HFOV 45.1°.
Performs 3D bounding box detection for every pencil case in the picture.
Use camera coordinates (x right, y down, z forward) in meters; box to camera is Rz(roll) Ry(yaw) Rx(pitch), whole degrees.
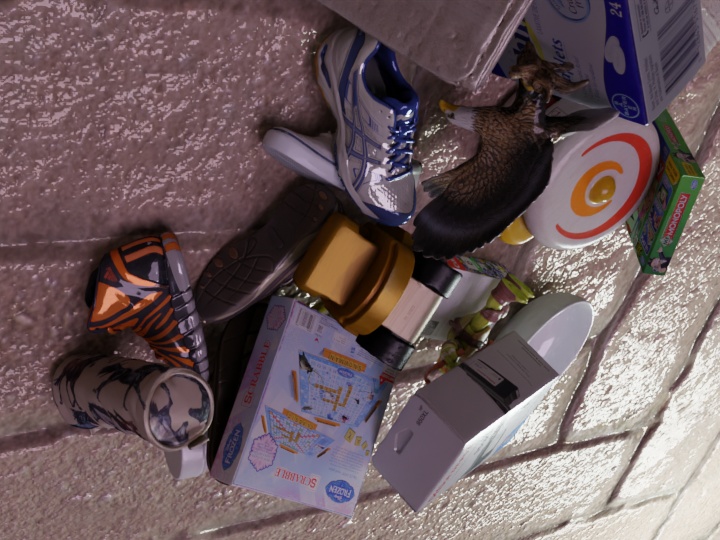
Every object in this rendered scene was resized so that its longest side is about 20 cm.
[{"bbox_3d":[-0.232,0.133,0.879,0.078,0.199,0.090,-45,121,-36],"label":"pencil case"}]

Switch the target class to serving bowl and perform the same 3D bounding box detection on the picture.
[{"bbox_3d":[0.242,0.107,1.235,0.199,0.066,0.201,-32,145,-26],"label":"serving bowl"}]

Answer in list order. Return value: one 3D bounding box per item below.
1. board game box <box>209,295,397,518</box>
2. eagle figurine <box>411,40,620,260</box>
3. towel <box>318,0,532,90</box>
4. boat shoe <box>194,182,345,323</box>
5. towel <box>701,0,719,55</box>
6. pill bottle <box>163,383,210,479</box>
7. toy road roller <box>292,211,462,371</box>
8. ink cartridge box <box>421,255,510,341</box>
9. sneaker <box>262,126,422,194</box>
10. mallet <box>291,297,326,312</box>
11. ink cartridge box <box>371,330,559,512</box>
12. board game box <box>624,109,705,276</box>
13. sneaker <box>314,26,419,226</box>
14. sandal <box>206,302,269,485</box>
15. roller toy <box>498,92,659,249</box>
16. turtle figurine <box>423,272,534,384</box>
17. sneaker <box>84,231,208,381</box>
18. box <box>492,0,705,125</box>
[{"bbox_3d":[-0.052,0.156,0.963,0.200,0.041,0.201,32,72,-44],"label":"board game box"},{"bbox_3d":[0.133,-0.114,0.836,0.151,0.151,0.201,-5,126,-35],"label":"eagle figurine"},{"bbox_3d":[0.050,-0.255,0.740,0.133,0.199,0.034,-58,167,15],"label":"towel"},{"bbox_3d":[-0.091,-0.006,0.937,0.200,0.075,0.073,-38,146,12],"label":"boat shoe"},{"bbox_3d":[0.379,-0.314,1.008,0.133,0.035,0.199,-49,135,13],"label":"towel"},{"bbox_3d":[-0.130,0.184,1.038,0.198,0.120,0.120,-6,129,-28],"label":"pill bottle"},{"bbox_3d":[0.000,0.000,0.909,0.145,0.200,0.123,32,93,-22],"label":"toy road roller"},{"bbox_3d":[0.102,0.031,1.109,0.199,0.050,0.109,13,119,-38],"label":"ink cartridge box"},{"bbox_3d":[-0.016,-0.120,0.907,0.199,0.073,0.071,19,92,-43],"label":"sneaker"},{"bbox_3d":[-0.014,0.032,1.048,0.199,0.041,0.066,-26,134,-17],"label":"mallet"},{"bbox_3d":[0.125,0.177,1.030,0.199,0.084,0.145,-23,149,-43],"label":"ink cartridge box"},{"bbox_3d":[0.355,-0.108,1.052,0.029,0.201,0.135,6,126,-2],"label":"board game box"},{"bbox_3d":[0.020,-0.135,0.835,0.075,0.088,0.201,-34,113,-35],"label":"sneaker"},{"bbox_3d":[-0.133,0.134,0.961,0.081,0.054,0.202,13,77,-30],"label":"sandal"},{"bbox_3d":[0.243,-0.123,1.004,0.198,0.140,0.184,-7,128,-27],"label":"roller toy"},{"bbox_3d":[0.147,0.077,1.093,0.162,0.064,0.200,-51,156,16],"label":"turtle figurine"},{"bbox_3d":[-0.228,0.055,0.912,0.111,0.078,0.201,-17,123,-13],"label":"sneaker"},{"bbox_3d":[0.203,-0.258,0.813,0.105,0.199,0.184,-46,138,-14],"label":"box"}]
